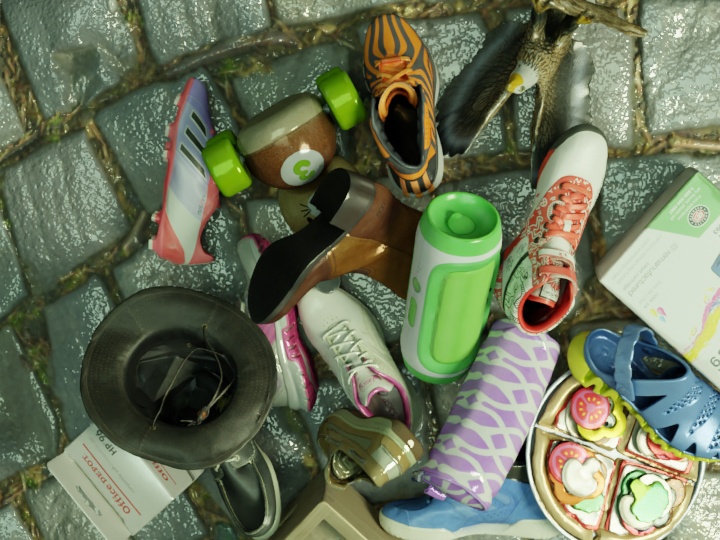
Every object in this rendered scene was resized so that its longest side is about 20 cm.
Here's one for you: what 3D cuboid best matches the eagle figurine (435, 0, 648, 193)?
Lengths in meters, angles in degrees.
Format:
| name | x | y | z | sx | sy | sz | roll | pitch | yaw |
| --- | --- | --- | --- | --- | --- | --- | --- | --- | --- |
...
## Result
| name | x | y | z | sx | sy | sz | roll | pitch | yaw |
| --- | --- | --- | --- | --- | --- | --- | --- | --- | --- |
| eagle figurine | 0.171 | -0.191 | 1.121 | 0.152 | 0.149 | 0.201 | 58 | 145 | 37 |

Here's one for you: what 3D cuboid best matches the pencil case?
| name | x | y | z | sx | sy | sz | roll | pitch | yaw |
| --- | --- | --- | --- | --- | --- | --- | --- | --- | --- |
| pencil case | 0.131 | 0.146 | 1.134 | 0.083 | 0.085 | 0.201 | 33 | 71 | -5 |

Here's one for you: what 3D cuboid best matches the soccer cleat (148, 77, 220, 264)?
| name | x | y | z | sx | sy | sz | roll | pitch | yaw |
| --- | --- | --- | --- | --- | --- | --- | --- | --- | --- |
| soccer cleat | -0.180 | -0.105 | 1.217 | 0.076 | 0.067 | 0.203 | 10 | 99 | -9 |

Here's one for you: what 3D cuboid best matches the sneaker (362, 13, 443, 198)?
| name | x | y | z | sx | sy | sz | roll | pitch | yaw |
| --- | --- | --- | --- | --- | --- | --- | --- | --- | --- |
| sneaker | 0.042 | -0.181 | 1.114 | 0.077 | 0.112 | 0.202 | -15 | 73 | 5 |

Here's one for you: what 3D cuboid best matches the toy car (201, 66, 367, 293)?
| name | x | y | z | sx | sy | sz | roll | pitch | yaw |
| --- | --- | --- | --- | --- | --- | --- | --- | --- | --- |
| toy car | -0.043 | -0.081 | 1.156 | 0.163 | 0.158 | 0.201 | -29 | 103 | 2 |

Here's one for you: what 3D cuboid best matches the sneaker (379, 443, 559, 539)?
| name | x | y | z | sx | sy | sz | roll | pitch | yaw |
| --- | --- | --- | --- | --- | --- | --- | --- | --- | --- |
| sneaker | 0.117 | 0.225 | 1.195 | 0.197 | 0.077 | 0.113 | -1 | 102 | 8 |

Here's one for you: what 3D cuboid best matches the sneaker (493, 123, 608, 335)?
| name | x | y | z | sx | sy | sz | roll | pitch | yaw |
| --- | --- | --- | --- | --- | --- | --- | --- | --- | --- |
| sneaker | 0.196 | -0.034 | 1.087 | 0.067 | 0.108 | 0.203 | 19 | 113 | -18 |

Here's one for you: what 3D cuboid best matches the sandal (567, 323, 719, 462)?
| name | x | y | z | sx | sy | sz | roll | pitch | yaw |
| --- | --- | --- | --- | --- | --- | --- | --- | --- | --- |
| sandal | 0.303 | 0.118 | 1.108 | 0.199 | 0.087 | 0.080 | 31 | 60 | -1 |

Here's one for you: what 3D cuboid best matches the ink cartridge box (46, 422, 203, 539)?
| name | x | y | z | sx | sy | sz | roll | pitch | yaw |
| --- | --- | --- | --- | --- | --- | --- | --- | --- | --- |
| ink cartridge box | -0.234 | 0.199 | 1.191 | 0.068 | 0.200 | 0.116 | -40 | 90 | 15 |

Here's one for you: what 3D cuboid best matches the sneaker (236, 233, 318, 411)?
| name | x | y | z | sx | sy | sz | roll | pitch | yaw |
| --- | --- | --- | --- | --- | --- | --- | --- | --- | --- |
| sneaker | -0.110 | 0.062 | 1.213 | 0.087 | 0.081 | 0.203 | -12 | 95 | 10 |

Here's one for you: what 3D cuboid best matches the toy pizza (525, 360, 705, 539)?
| name | x | y | z | sx | sy | sz | roll | pitch | yaw |
| --- | --- | --- | --- | --- | --- | --- | --- | --- | --- |
| toy pizza | 0.266 | 0.189 | 1.151 | 0.198 | 0.032 | 0.203 | 1 | 87 | -10 |

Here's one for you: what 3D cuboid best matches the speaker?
| name | x | y | z | sx | sy | sz | roll | pitch | yaw |
| --- | --- | --- | --- | --- | --- | --- | --- | --- | --- |
| speaker | 0.089 | 0.021 | 1.125 | 0.087 | 0.089 | 0.201 | 14 | 134 | 8 |

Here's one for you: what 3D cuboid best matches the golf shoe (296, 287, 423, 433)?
| name | x | y | z | sx | sy | sz | roll | pitch | yaw |
| --- | --- | --- | --- | --- | --- | --- | --- | --- | --- |
| golf shoe | 0.002 | 0.095 | 1.189 | 0.075 | 0.092 | 0.201 | -37 | 90 | 1 |

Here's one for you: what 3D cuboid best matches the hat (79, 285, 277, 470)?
| name | x | y | z | sx | sy | sz | roll | pitch | yaw |
| --- | --- | --- | --- | --- | --- | --- | --- | --- | --- |
| hat | -0.186 | 0.116 | 1.166 | 0.198 | 0.081 | 0.203 | 2 | 72 | -5 |

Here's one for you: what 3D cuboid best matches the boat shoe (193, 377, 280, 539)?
| name | x | y | z | sx | sy | sz | roll | pitch | yaw |
| --- | --- | --- | --- | --- | --- | --- | --- | --- | --- |
| boat shoe | -0.146 | 0.196 | 1.205 | 0.071 | 0.067 | 0.202 | -34 | 64 | 20 |

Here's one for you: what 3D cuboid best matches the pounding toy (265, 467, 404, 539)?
| name | x | y | z | sx | sy | sz | roll | pitch | yaw |
| --- | --- | --- | --- | --- | --- | --- | --- | --- | --- |
| pounding toy | -0.057 | 0.334 | 1.227 | 0.184 | 0.142 | 0.200 | 43 | 99 | -6 |

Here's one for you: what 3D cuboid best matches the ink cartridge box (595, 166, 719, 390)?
| name | x | y | z | sx | sy | sz | roll | pitch | yaw |
| --- | --- | --- | --- | --- | --- | --- | --- | --- | --- |
| ink cartridge box | 0.356 | 0.018 | 1.120 | 0.200 | 0.088 | 0.146 | 42 | 102 | 1 |

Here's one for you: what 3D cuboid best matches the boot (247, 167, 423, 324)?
| name | x | y | z | sx | sy | sz | roll | pitch | yaw |
| --- | --- | --- | --- | --- | --- | --- | --- | --- | --- |
| boot | 0.000 | 0.000 | 1.152 | 0.189 | 0.199 | 0.068 | -57 | 45 | 10 |

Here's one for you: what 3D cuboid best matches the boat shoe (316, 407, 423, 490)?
| name | x | y | z | sx | sy | sz | roll | pitch | yaw |
| --- | --- | --- | --- | --- | --- | --- | --- | --- | --- |
| boat shoe | -0.011 | 0.190 | 1.154 | 0.072 | 0.200 | 0.076 | 48 | 69 | -7 |
